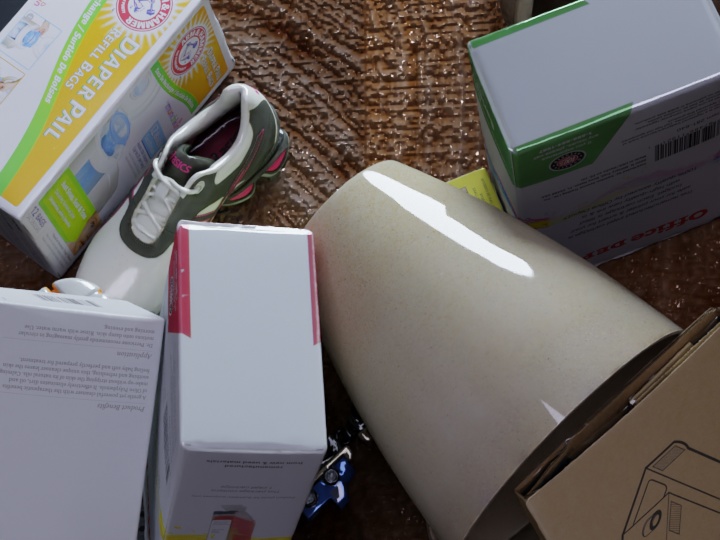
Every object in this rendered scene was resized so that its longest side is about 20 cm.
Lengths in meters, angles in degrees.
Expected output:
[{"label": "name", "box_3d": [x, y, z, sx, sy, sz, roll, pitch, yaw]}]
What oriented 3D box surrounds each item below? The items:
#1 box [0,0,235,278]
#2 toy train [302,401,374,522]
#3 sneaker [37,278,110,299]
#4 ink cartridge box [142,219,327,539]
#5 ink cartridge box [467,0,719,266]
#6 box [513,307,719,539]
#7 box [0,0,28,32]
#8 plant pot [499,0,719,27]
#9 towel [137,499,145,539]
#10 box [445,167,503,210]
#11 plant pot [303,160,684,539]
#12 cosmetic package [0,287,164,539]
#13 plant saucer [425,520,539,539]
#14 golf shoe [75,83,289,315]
[{"label": "box", "box_3d": [-0.191, -0.117, 1.244, 0.101, 0.113, 0.201, 34, 76, 17]}, {"label": "toy train", "box_3d": [0.019, 0.094, 1.182, 0.200, 0.034, 0.046, -43, 81, -8]}, {"label": "sneaker", "box_3d": [-0.219, 0.101, 1.154, 0.078, 0.077, 0.200, 37, 74, 14]}, {"label": "ink cartridge box", "box_3d": [-0.079, 0.087, 1.079, 0.082, 0.201, 0.146, 2, 58, -12]}, {"label": "ink cartridge box", "box_3d": [0.152, -0.085, 1.140, 0.143, 0.200, 0.085, -21, 65, -1]}, {"label": "box", "box_3d": [0.186, 0.145, 1.057, 0.163, 0.201, 0.021, -40, 34, -16]}, {"label": "box", "box_3d": [-0.249, -0.229, 1.329, 0.160, 0.044, 0.201, 35, 78, 18]}, {"label": "plant pot", "box_3d": [0.162, -0.241, 1.219, 0.199, 0.201, 0.175, -25, 50, -2]}, {"label": "towel", "box_3d": [-0.182, 0.164, 1.169, 0.198, 0.035, 0.194, -3, 63, 6]}, {"label": "box", "box_3d": [0.000, 0.000, 1.197, 0.198, 0.075, 0.051, -21, 71, -2]}, {"label": "plant pot", "box_3d": [0.057, 0.035, 1.082, 0.187, 0.188, 0.200, -42, 72, -8]}, {"label": "cosmetic package", "box_3d": [-0.185, 0.117, 1.065, 0.107, 0.085, 0.202, 8, 93, -24]}, {"label": "plant saucer", "box_3d": [0.139, 0.144, 1.149, 0.198, 0.030, 0.202, -3, 70, 7]}, {"label": "golf shoe", "box_3d": [-0.131, -0.044, 1.224, 0.077, 0.088, 0.201, 34, 79, 16]}]
